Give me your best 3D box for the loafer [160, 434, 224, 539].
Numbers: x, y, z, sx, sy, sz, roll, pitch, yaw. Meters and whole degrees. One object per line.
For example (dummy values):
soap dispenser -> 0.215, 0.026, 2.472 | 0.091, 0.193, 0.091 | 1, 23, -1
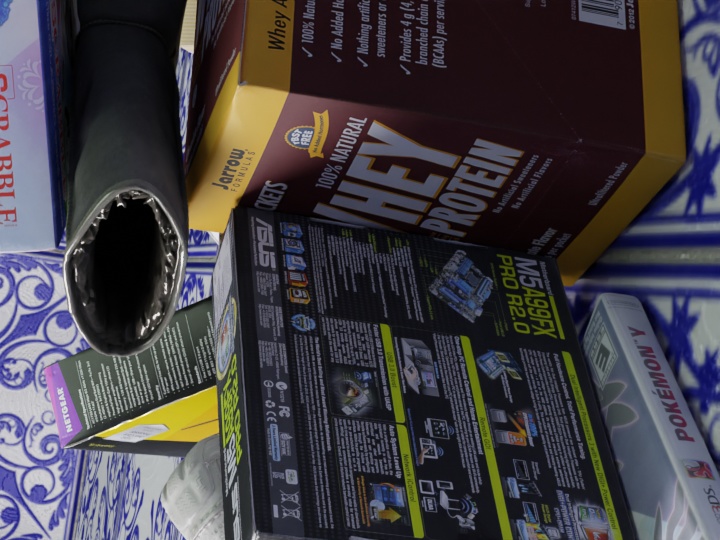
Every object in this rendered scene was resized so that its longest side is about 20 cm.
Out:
loafer -> -0.013, 0.108, 0.907 | 0.070, 0.200, 0.070 | 51, 130, 22

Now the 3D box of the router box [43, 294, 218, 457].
router box -> -0.057, 0.059, 0.988 | 0.200, 0.149, 0.051 | 18, -127, -64

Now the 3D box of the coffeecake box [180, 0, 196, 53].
coffeecake box -> -0.036, -0.198, 1.193 | 0.200, 0.073, 0.154 | 20, -105, -65

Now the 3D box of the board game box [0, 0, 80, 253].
board game box -> -0.161, -0.130, 0.844 | 0.200, 0.041, 0.200 | -105, 13, -72

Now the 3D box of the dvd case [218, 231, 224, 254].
dvd case -> 0.000, 0.000, 0.914 | 0.016, 0.200, 0.149 | -21, 59, 35

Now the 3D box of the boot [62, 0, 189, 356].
boot -> -0.108, -0.089, 0.804 | 0.200, 0.072, 0.182 | -88, -2, -54

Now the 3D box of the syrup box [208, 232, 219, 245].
syrup box -> -0.064, -0.116, 1.328 | 0.079, 0.081, 0.200 | 54, -141, -47

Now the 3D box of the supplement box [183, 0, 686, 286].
supplement box -> 0.030, -0.119, 0.835 | 0.133, 0.200, 0.198 | 124, 152, -60

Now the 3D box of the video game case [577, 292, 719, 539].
video game case -> 0.101, 0.141, 0.761 | 0.182, 0.023, 0.200 | -103, 26, -56

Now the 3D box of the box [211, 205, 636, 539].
box -> 0.021, 0.060, 0.753 | 0.200, 0.160, 0.044 | -99, 24, -49
